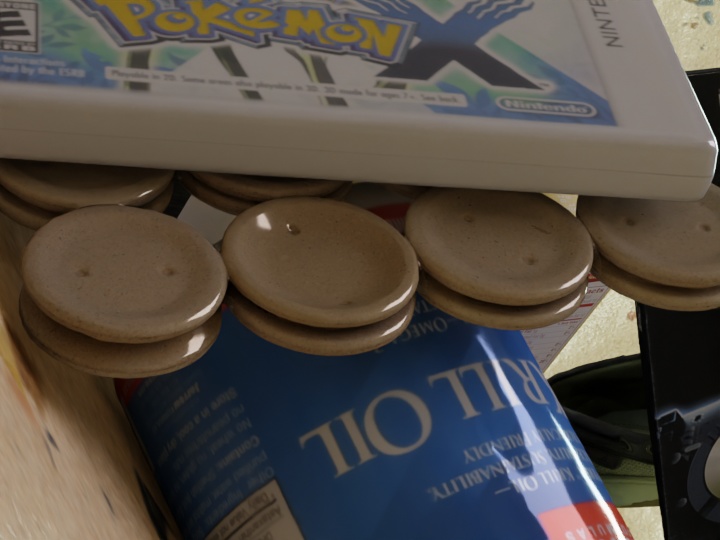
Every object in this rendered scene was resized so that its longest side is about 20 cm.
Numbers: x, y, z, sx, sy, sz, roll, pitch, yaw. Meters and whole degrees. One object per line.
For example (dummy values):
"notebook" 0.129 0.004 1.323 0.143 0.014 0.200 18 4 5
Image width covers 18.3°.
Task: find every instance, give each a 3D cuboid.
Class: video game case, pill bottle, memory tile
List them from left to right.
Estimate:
"video game case" -0.016 -0.083 0.629 0.183 0.198 0.022 -101 -162 -53
"memory tile" -0.003 -0.031 0.597 0.154 0.198 0.017 -119 -149 -46
"pill bottle" 0.019 0.086 0.610 0.201 0.112 0.112 62 -1 18

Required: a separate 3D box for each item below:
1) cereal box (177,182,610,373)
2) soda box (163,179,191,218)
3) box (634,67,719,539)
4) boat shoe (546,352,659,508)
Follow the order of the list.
"cereal box" 0.000 0.000 0.737 0.200 0.039 0.145 -56 -130 39
"soda box" 0.000 -0.042 0.887 0.071 0.198 0.064 -59 -146 35
"box" 0.147 0.009 0.848 0.200 0.085 0.165 -17 101 -83
"boat shoe" 0.160 0.062 1.005 0.200 0.072 0.066 -14 -53 47
